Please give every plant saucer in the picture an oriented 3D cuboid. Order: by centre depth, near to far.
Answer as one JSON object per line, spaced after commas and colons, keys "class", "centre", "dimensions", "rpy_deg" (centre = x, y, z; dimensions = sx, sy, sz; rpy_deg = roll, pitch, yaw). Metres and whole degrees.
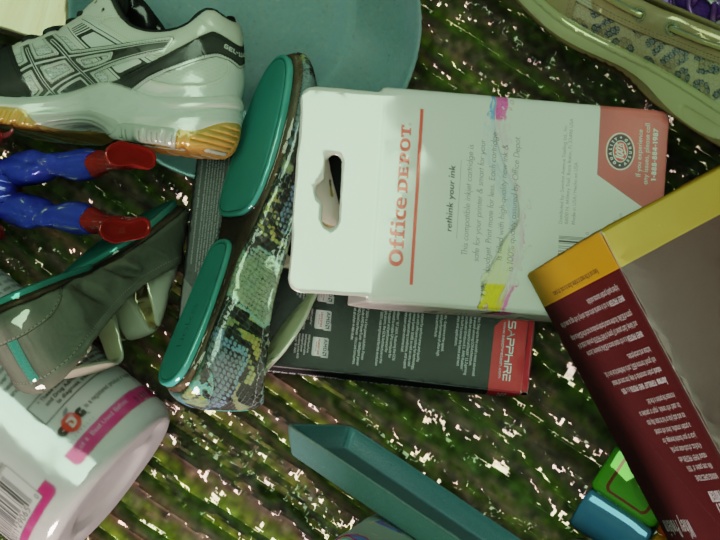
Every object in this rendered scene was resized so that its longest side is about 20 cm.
{"class": "plant saucer", "centre": [0.048, 0.139, 1.410], "dimensions": [0.200, 0.070, 0.019], "rpy_deg": [33, 102, 28]}
{"class": "plant saucer", "centre": [-0.064, -0.147, 1.476], "dimensions": [0.201, 0.039, 0.201], "rpy_deg": [1, 111, 3]}

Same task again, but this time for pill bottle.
{"class": "pill bottle", "centre": [-0.215, 0.060, 1.449], "dimensions": [0.200, 0.113, 0.113], "rpy_deg": [39, 88, 8]}

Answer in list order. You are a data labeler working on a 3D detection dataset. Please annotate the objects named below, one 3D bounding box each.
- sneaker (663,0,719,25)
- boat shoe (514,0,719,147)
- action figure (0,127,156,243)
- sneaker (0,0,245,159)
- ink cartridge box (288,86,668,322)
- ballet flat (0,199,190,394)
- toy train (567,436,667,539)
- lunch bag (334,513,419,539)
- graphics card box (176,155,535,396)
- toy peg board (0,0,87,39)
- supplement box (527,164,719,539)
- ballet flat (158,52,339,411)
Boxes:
{"class": "sneaker", "centre": [0.209, -0.127, 1.452], "dimensions": [0.081, 0.083, 0.200], "rpy_deg": [-43, 81, -1]}
{"class": "boat shoe", "centre": [0.155, -0.137, 1.409], "dimensions": [0.200, 0.073, 0.063], "rpy_deg": [37, 111, 19]}
{"class": "action figure", "centre": [-0.196, -0.046, 1.449], "dimensions": [0.200, 0.052, 0.065], "rpy_deg": [2, 92, 47]}
{"class": "sneaker", "centre": [-0.149, -0.114, 1.440], "dimensions": [0.200, 0.076, 0.088], "rpy_deg": [7, 87, 23]}
{"class": "ink cartridge box", "centre": [0.059, -0.034, 1.400], "dimensions": [0.200, 0.067, 0.117], "rpy_deg": [5, 86, -9]}
{"class": "ballet flat", "centre": [-0.142, 0.018, 1.423], "dimensions": [0.067, 0.200, 0.064], "rpy_deg": [-25, 96, 28]}
{"class": "toy train", "centre": [0.204, 0.173, 1.420], "dimensions": [0.200, 0.085, 0.116], "rpy_deg": [34, 97, 8]}
{"class": "lunch bag", "centre": [0.052, 0.226, 1.376], "dimensions": [0.200, 0.170, 0.122], "rpy_deg": [36, 95, 8]}
{"class": "graphics card box", "centre": [0.000, 0.000, 1.460], "dimensions": [0.200, 0.051, 0.126], "rpy_deg": [5, 86, -1]}
{"class": "toy peg board", "centre": [-0.239, -0.246, 1.513], "dimensions": [0.199, 0.098, 0.200], "rpy_deg": [16, 85, -9]}
{"class": "supplement box", "centre": [0.201, 0.050, 1.278], "dimensions": [0.133, 0.197, 0.200], "rpy_deg": [-27, 87, -8]}
{"class": "ballet flat", "centre": [-0.049, -0.017, 1.411], "dimensions": [0.074, 0.074, 0.200], "rpy_deg": [20, 88, 7]}
